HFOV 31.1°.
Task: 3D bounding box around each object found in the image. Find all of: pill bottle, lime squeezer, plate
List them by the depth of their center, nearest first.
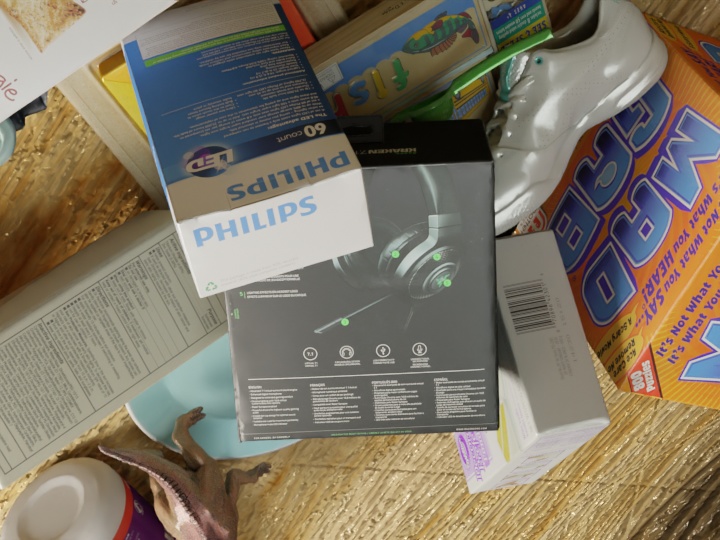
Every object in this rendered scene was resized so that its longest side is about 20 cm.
[{"bbox_3d":[0.050,-0.087,0.867,0.200,0.071,0.038,-62,165,16],"label":"lime squeezer"},{"bbox_3d":[-0.091,0.070,1.025,0.199,0.026,0.201,-9,129,-12],"label":"plate"},{"bbox_3d":[-0.197,0.249,1.068,0.112,0.113,0.200,-31,131,5],"label":"pill bottle"}]

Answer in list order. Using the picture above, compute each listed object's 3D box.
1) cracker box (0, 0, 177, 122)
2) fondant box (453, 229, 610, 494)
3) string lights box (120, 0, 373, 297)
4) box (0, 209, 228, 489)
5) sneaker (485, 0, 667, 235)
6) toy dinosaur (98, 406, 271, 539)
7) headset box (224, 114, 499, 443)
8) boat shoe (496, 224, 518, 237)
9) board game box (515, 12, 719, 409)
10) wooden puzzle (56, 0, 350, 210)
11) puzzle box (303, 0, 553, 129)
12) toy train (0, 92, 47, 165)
[{"bbox_3d":[-0.209,-0.164,0.725,0.200,0.058,0.134,-38,112,-10],"label":"cracker box"},{"bbox_3d":[0.111,0.075,0.969,0.058,0.145,0.200,-10,161,-12],"label":"fondant box"},{"bbox_3d":[-0.071,-0.083,0.750,0.102,0.200,0.059,-16,134,-7],"label":"string lights box"},{"bbox_3d":[-0.189,0.047,0.870,0.200,0.078,0.095,-34,109,-26],"label":"box"},{"bbox_3d":[0.116,-0.112,0.894,0.200,0.075,0.088,-47,123,0],"label":"sneaker"},{"bbox_3d":[-0.121,0.197,1.008,0.086,0.136,0.200,-24,138,10],"label":"toy dinosaur"},{"bbox_3d":[0.000,0.000,0.838,0.173,0.093,0.201,-4,113,3],"label":"headset box"},{"bbox_3d":[0.018,-0.025,0.963,0.199,0.074,0.076,-22,174,-11],"label":"boat shoe"},{"bbox_3d":[0.274,-0.035,0.957,0.199,0.200,0.200,12,121,-27],"label":"board game box"},{"bbox_3d":[-0.089,-0.125,0.866,0.185,0.037,0.200,-30,130,5],"label":"wooden puzzle"},{"bbox_3d":[0.043,-0.130,0.891,0.200,0.025,0.133,-32,135,-6],"label":"puzzle box"},{"bbox_3d":[-0.296,-0.104,0.784,0.199,0.085,0.114,-20,121,-4],"label":"toy train"}]
